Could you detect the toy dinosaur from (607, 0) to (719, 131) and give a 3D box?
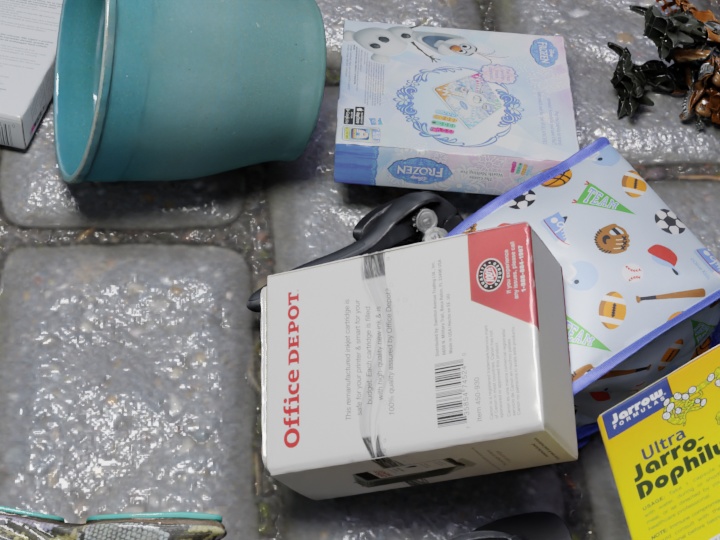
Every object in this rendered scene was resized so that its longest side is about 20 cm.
[{"bbox_3d":[0.295,-0.181,1.436,0.134,0.103,0.200,-1,28,-25],"label":"toy dinosaur"}]

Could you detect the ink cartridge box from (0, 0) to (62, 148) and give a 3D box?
[{"bbox_3d":[-0.349,-0.199,1.412,0.194,0.044,0.201,11,47,7],"label":"ink cartridge box"}]

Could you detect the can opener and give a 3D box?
[{"bbox_3d":[0.000,0.000,1.264,0.199,0.078,0.064,-34,98,-26],"label":"can opener"}]

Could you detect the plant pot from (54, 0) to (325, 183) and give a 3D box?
[{"bbox_3d":[-0.134,-0.163,1.300,0.186,0.201,0.201,4,46,-22],"label":"plant pot"}]

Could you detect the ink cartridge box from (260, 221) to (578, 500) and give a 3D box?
[{"bbox_3d":[0.038,0.065,1.109,0.198,0.083,0.148,-11,65,21],"label":"ink cartridge box"}]

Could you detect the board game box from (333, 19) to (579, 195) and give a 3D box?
[{"bbox_3d":[0.079,-0.138,1.371,0.196,0.044,0.201,4,38,0],"label":"board game box"}]

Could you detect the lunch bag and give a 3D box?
[{"bbox_3d":[0.146,0.030,1.194,0.199,0.124,0.170,-29,59,-19],"label":"lunch bag"}]

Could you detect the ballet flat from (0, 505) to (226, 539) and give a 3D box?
[{"bbox_3d":[-0.189,0.190,1.076,0.198,0.072,0.073,4,48,-1],"label":"ballet flat"}]

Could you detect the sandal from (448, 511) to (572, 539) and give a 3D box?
[{"bbox_3d":[0.060,0.213,1.081,0.198,0.043,0.076,-20,53,-21],"label":"sandal"}]

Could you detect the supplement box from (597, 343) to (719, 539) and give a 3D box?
[{"bbox_3d":[0.240,0.164,1.043,0.109,0.109,0.201,-33,33,17],"label":"supplement box"}]
